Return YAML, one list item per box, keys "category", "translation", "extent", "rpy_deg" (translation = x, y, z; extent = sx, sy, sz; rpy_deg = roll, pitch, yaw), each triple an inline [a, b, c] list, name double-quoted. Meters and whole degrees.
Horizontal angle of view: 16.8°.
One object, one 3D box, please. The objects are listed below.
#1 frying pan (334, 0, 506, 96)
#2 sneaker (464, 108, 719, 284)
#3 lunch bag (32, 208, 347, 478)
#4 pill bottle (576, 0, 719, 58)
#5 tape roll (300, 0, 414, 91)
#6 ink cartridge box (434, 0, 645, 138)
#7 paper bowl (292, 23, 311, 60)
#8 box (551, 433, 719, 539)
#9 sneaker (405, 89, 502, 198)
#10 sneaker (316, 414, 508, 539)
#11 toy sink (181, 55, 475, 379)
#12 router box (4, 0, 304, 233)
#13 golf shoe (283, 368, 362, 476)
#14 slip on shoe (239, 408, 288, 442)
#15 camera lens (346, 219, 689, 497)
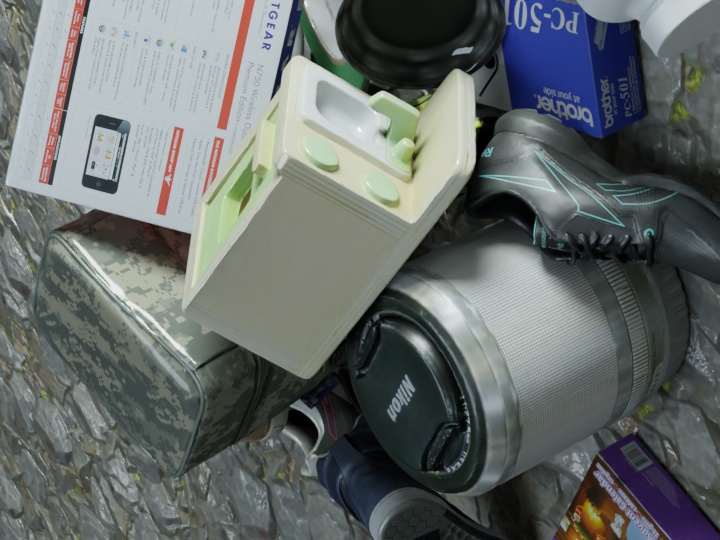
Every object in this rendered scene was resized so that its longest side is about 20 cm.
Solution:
- category: "frying pan"
  translation: [0.037, -0.141, 1.643]
  extent: [0.191, 0.114, 0.031]
  rpy_deg: [95, 174, -48]
- category: "sneaker"
  translation: [0.160, -0.030, 1.588]
  extent: [0.199, 0.079, 0.076]
  rpy_deg: [26, 153, 22]
- category: "lunch bag"
  translation: [-0.122, 0.032, 1.820]
  extent: [0.200, 0.167, 0.140]
  rpy_deg: [44, 146, 21]
- category: "pill bottle"
  translation: [0.152, -0.228, 1.473]
  extent: [0.201, 0.110, 0.111]
  rpy_deg: [57, 148, 13]
- category: "tape roll"
  translation: [-0.009, -0.223, 1.722]
  extent: [0.200, 0.048, 0.202]
  rpy_deg: [165, 90, -75]
- category: "ink cartridge box"
  translation: [0.106, -0.158, 1.653]
  extent: [0.199, 0.044, 0.095]
  rpy_deg: [21, 128, 50]
- category: "paper bowl"
  translation: [-0.123, -0.175, 1.838]
  extent: [0.104, 0.200, 0.202]
  rpy_deg: [-4, 108, 54]
- category: "box"
  translation: [0.224, 0.234, 1.746]
  extent: [0.200, 0.039, 0.137]
  rpy_deg: [50, 146, 24]
- category: "sneaker"
  translation: [0.010, -0.069, 1.741]
  extent: [0.076, 0.199, 0.077]
  rpy_deg: [66, 178, -47]
- category: "sneaker"
  translation: [0.048, 0.194, 1.913]
  extent: [0.202, 0.077, 0.146]
  rpy_deg: [46, 179, -41]
- category: "toy sink"
  translation: [-0.025, -0.055, 1.607]
  extent: [0.112, 0.131, 0.200]
  rpy_deg: [29, 121, -17]
- category: "router box"
  translation: [-0.146, -0.136, 1.740]
  extent: [0.178, 0.049, 0.201]
  rpy_deg: [15, 100, 6]
- category: "golf shoe"
  translation: [-0.052, 0.078, 2.013]
  extent: [0.200, 0.088, 0.077]
  rpy_deg: [55, 149, 20]
- category: "slip on shoe"
  translation: [-0.112, 0.039, 1.918]
  extent: [0.076, 0.060, 0.201]
  rpy_deg: [-27, 72, 53]
- category: "camera lens"
  translation: [0.103, 0.050, 1.649]
  extent: [0.160, 0.199, 0.161]
  rpy_deg: [35, 137, 41]
